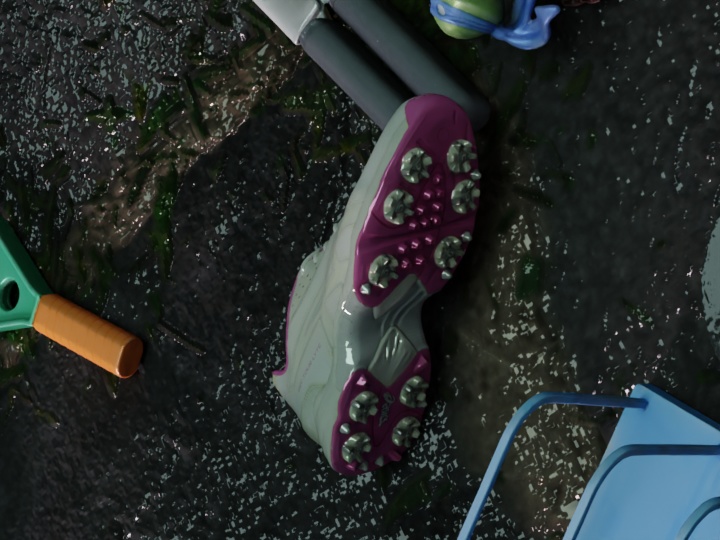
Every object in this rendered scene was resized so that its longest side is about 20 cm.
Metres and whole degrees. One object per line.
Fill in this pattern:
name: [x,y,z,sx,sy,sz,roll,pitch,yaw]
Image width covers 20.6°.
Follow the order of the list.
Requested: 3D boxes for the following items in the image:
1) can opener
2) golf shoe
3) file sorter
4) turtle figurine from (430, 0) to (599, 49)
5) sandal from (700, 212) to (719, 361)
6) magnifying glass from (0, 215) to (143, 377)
can opener: [-0.014,-0.128,1.043,0.200,0.066,0.053,47,114,25]
golf shoe: [0.000,0.000,1.002,0.091,0.075,0.202,34,116,45]
file sorter: [0.146,0.155,0.855,0.199,0.122,0.140,31,105,34]
turtle figurine: [0.048,-0.225,0.947,0.199,0.144,0.195,35,99,21]
sandal: [0.198,-0.045,0.880,0.075,0.048,0.202,26,100,36]
magnifying glass: [-0.204,0.018,1.197,0.199,0.022,0.080,24,100,35]
